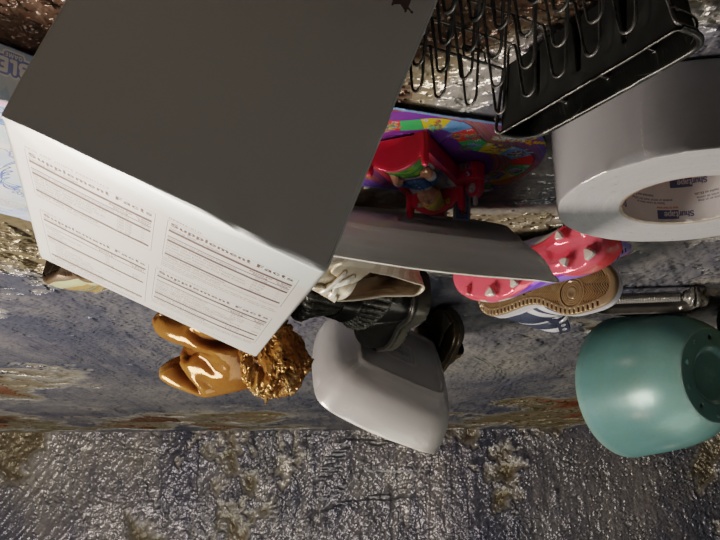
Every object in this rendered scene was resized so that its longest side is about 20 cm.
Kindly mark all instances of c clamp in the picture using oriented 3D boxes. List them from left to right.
[{"bbox_3d":[0.365,0.043,1.197,0.197,0.028,0.171,-1,165,0],"label":"c clamp"}]

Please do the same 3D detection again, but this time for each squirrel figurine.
[{"bbox_3d":[-0.137,0.060,1.026,0.198,0.142,0.188,27,148,12],"label":"squirrel figurine"}]

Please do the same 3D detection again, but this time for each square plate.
[{"bbox_3d":[0.059,-0.028,0.785,0.197,0.029,0.198,7,-171,1],"label":"square plate"}]

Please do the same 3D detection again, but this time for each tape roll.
[{"bbox_3d":[0.245,-0.082,0.684,0.197,0.067,0.200,-1,165,0],"label":"tape roll"}]

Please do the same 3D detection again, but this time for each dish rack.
[{"bbox_3d":[0.065,-0.139,0.499,0.198,0.055,0.153,9,161,-28],"label":"dish rack"}]

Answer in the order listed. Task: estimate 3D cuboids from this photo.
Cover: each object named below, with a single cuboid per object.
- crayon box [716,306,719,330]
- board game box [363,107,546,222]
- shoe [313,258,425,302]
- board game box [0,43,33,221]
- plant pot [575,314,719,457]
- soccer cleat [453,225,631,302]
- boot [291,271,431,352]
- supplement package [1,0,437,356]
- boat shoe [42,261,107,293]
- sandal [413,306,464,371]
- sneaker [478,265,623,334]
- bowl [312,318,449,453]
[{"bbox_3d":[0.553,0.062,1.230,0.124,0.052,0.200,-6,163,17],"label":"crayon box"},{"bbox_3d":[0.054,-0.075,0.744,0.197,0.040,0.158,4,164,-19],"label":"board game box"},{"bbox_3d":[0.000,0.000,0.915,0.070,0.054,0.199,-35,159,33],"label":"shoe"},{"bbox_3d":[-0.239,-0.089,0.683,0.197,0.044,0.199,-14,159,41],"label":"board game box"},{"bbox_3d":[0.423,0.153,1.253,0.198,0.204,0.160,8,166,-27],"label":"plant pot"},{"bbox_3d":[0.186,-0.007,0.957,0.076,0.068,0.199,8,160,-43],"label":"soccer cleat"},{"bbox_3d":[-0.018,0.042,1.091,0.155,0.081,0.211,1,159,-15],"label":"boot"},{"bbox_3d":[-0.078,-0.069,0.488,0.149,0.153,0.200,25,160,-7],"label":"supplement package"},{"bbox_3d":[-0.247,-0.010,0.909,0.076,0.073,0.199,26,163,-32],"label":"boat shoe"},{"bbox_3d":[0.125,0.097,1.336,0.054,0.083,0.200,-19,162,-16],"label":"sandal"},{"bbox_3d":[0.244,0.031,1.069,0.108,0.071,0.199,18,164,-36],"label":"sneaker"},{"bbox_3d":[0.036,0.134,1.237,0.198,0.200,0.075,24,116,-14],"label":"bowl"}]
